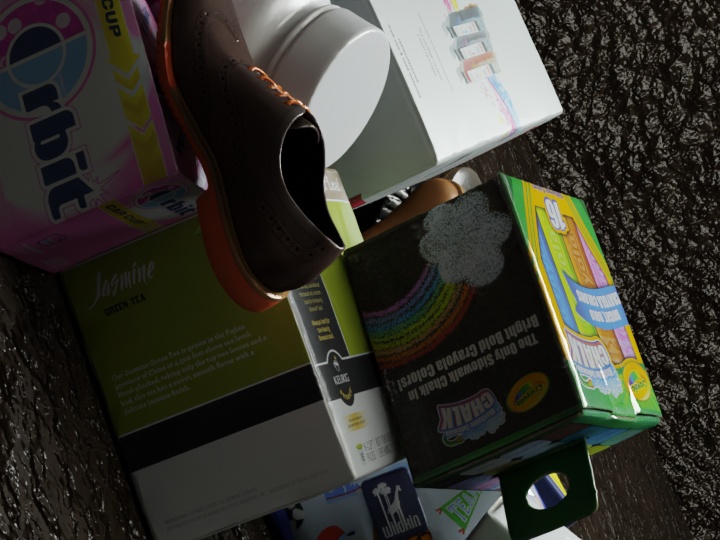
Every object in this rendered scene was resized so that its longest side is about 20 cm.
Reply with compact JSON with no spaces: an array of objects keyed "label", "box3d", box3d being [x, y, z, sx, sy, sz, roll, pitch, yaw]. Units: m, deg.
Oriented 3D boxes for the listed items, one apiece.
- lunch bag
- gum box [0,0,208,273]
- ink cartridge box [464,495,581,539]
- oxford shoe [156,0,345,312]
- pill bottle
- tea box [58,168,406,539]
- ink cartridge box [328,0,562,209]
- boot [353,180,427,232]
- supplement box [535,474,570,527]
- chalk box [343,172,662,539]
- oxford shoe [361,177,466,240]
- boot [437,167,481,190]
[{"label":"lunch bag","box3d":[0.045,0.189,1.321,0.124,0.169,0.201,-96,162,-63]},{"label":"gum box","box3d":[-0.163,-0.115,1.067,0.066,0.113,0.201,31,39,-67]},{"label":"ink cartridge box","box3d":[0.086,0.264,1.205,0.145,0.200,0.083,37,11,10]},{"label":"oxford shoe","box3d":[-0.055,-0.081,1.018,0.071,0.072,0.201,13,56,-57]},{"label":"pill bottle","box3d":[-0.089,-0.146,1.148,0.199,0.114,0.113,30,1,20]},{"label":"tea box","box3d":[-0.064,0.046,1.161,0.200,0.133,0.198,-1,71,-74]},{"label":"ink cartridge box","box3d":[0.021,-0.134,1.362,0.200,0.145,0.145,-23,89,-56]},{"label":"boot","box3d":[0.029,-0.073,1.525,0.080,0.157,0.212,-67,164,-54]},{"label":"supplement box","box3d":[0.081,0.145,1.546,0.109,0.109,0.200,51,8,-28]},{"label":"chalk box","box3d":[0.094,0.062,1.157,0.124,0.124,0.201,11,58,-58]},{"label":"oxford shoe","box3d":[0.000,0.000,1.374,0.071,0.200,0.071,31,-15,52]},{"label":"boot","box3d":[0.047,0.015,1.460,0.073,0.075,0.201,-5,108,-50]}]
